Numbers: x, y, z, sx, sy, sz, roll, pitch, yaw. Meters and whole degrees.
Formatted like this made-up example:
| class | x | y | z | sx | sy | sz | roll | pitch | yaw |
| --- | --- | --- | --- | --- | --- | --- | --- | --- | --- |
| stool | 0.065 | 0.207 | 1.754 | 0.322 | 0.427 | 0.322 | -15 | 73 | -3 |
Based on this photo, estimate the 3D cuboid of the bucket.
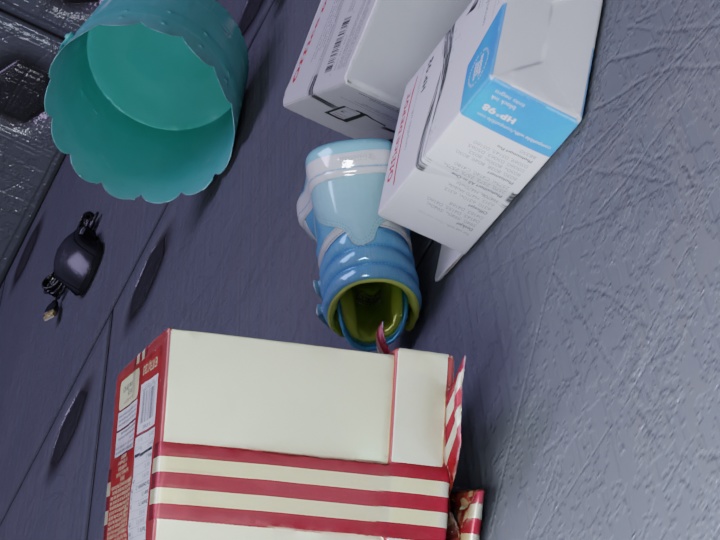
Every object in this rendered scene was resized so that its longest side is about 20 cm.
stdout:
| class | x | y | z | sx | sy | sz | roll | pitch | yaw |
| --- | --- | --- | --- | --- | --- | --- | --- | --- | --- |
| bucket | -0.210 | -0.185 | 2.598 | 0.208 | 0.206 | 0.135 | -58 | 8 | 31 |

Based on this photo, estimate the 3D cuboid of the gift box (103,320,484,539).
| class | x | y | z | sx | sy | sz | roll | pitch | yaw |
| --- | --- | --- | --- | --- | --- | --- | --- | --- | --- |
| gift box | -0.036 | 0.116 | 1.423 | 0.184 | 0.185 | 0.202 | 157 | 120 | -73 |

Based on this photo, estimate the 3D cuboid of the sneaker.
| class | x | y | z | sx | sy | sz | roll | pitch | yaw |
| --- | --- | --- | --- | --- | --- | --- | --- | --- | --- |
| sneaker | 0.000 | 0.000 | 1.735 | 0.200 | 0.079 | 0.132 | 73 | -171 | -75 |

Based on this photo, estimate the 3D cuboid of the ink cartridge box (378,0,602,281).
| class | x | y | z | sx | sy | sz | roll | pitch | yaw |
| --- | --- | --- | --- | --- | --- | --- | --- | --- | --- |
| ink cartridge box | 0.072 | -0.094 | 1.628 | 0.200 | 0.066 | 0.116 | -50 | 21 | 49 |

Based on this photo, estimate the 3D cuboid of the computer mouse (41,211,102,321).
| class | x | y | z | sx | sy | sz | roll | pitch | yaw |
| --- | --- | --- | --- | --- | --- | --- | --- | --- | --- |
| computer mouse | -0.371 | 0.003 | 3.209 | 0.141 | 0.046 | 0.200 | -62 | 14 | 12 |

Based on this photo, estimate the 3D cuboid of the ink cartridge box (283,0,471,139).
| class | x | y | z | sx | sy | sz | roll | pitch | yaw |
| --- | --- | --- | --- | --- | --- | --- | --- | --- | --- |
| ink cartridge box | 0.024 | -0.180 | 1.920 | 0.147 | 0.084 | 0.200 | -68 | 13 | -6 |
